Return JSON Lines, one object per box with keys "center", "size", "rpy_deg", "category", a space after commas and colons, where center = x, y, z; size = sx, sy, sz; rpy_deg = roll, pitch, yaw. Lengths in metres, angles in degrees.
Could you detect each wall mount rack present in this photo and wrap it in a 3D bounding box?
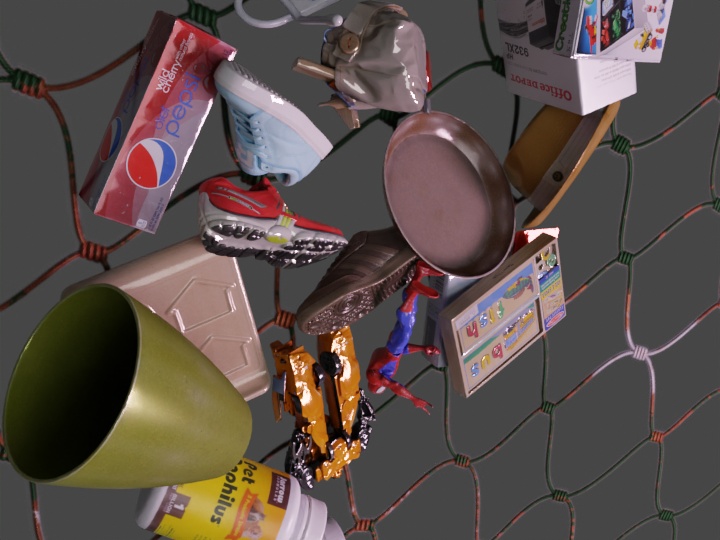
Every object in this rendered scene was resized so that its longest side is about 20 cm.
{"center": [-0.019, -0.286, 0.872], "size": [0.200, 0.174, 0.075], "rpy_deg": [-31, 154, -16], "category": "wall mount rack"}

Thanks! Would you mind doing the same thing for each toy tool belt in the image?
{"center": [0.006, -0.210, 0.951], "size": [0.122, 0.200, 0.125], "rpy_deg": [-3, 97, 10], "category": "toy tool belt"}

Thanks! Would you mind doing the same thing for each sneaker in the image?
{"center": [-0.095, -0.134, 0.917], "size": [0.082, 0.074, 0.200], "rpy_deg": [-53, 151, 1], "category": "sneaker"}
{"center": [-0.090, -0.057, 0.989], "size": [0.077, 0.085, 0.200], "rpy_deg": [-28, 154, 33], "category": "sneaker"}
{"center": [0.000, 0.000, 1.068], "size": [0.200, 0.076, 0.071], "rpy_deg": [-31, 151, -17], "category": "sneaker"}

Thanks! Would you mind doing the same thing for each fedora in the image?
{"center": [0.230, -0.147, 1.110], "size": [0.082, 0.201, 0.201], "rpy_deg": [34, 92, 5], "category": "fedora"}

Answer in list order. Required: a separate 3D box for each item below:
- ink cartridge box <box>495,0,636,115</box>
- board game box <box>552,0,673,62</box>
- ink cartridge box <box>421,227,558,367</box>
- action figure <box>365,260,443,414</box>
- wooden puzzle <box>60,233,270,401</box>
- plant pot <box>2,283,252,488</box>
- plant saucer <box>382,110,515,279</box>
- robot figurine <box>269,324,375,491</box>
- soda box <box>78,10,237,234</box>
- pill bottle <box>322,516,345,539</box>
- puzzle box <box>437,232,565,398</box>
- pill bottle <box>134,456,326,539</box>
{"center": [0.223, -0.290, 1.024], "size": [0.083, 0.145, 0.201], "rpy_deg": [-25, 121, -19], "category": "ink cartridge box"}
{"center": [0.268, -0.315, 0.928], "size": [0.126, 0.035, 0.201], "rpy_deg": [-4, 112, -28], "category": "board game box"}
{"center": [0.179, 0.033, 1.197], "size": [0.199, 0.047, 0.161], "rpy_deg": [-7, 114, -26], "category": "ink cartridge box"}
{"center": [0.069, 0.091, 1.098], "size": [0.099, 0.065, 0.200], "rpy_deg": [26, 130, -2], "category": "action figure"}
{"center": [-0.206, 0.074, 0.995], "size": [0.185, 0.046, 0.201], "rpy_deg": [-24, 116, -20], "category": "wooden puzzle"}
{"center": [-0.207, 0.135, 0.901], "size": [0.200, 0.187, 0.187], "rpy_deg": [33, 92, -47], "category": "plant pot"}
{"center": [0.097, -0.084, 1.057], "size": [0.200, 0.032, 0.201], "rpy_deg": [14, 66, -35], "category": "plant saucer"}
{"center": [-0.047, 0.162, 1.103], "size": [0.145, 0.058, 0.201], "rpy_deg": [-27, 123, -38], "category": "robot figurine"}
{"center": [-0.199, -0.143, 0.892], "size": [0.070, 0.063, 0.201], "rpy_deg": [21, 98, -36], "category": "soda box"}
{"center": [-0.121, 0.365, 1.123], "size": [0.199, 0.114, 0.115], "rpy_deg": [-3, 112, -29], "category": "pill bottle"}
{"center": [0.185, 0.057, 1.175], "size": [0.200, 0.025, 0.133], "rpy_deg": [-36, 130, -25], "category": "puzzle box"}
{"center": [-0.143, 0.265, 1.037], "size": [0.199, 0.109, 0.110], "rpy_deg": [24, 98, -15], "category": "pill bottle"}
